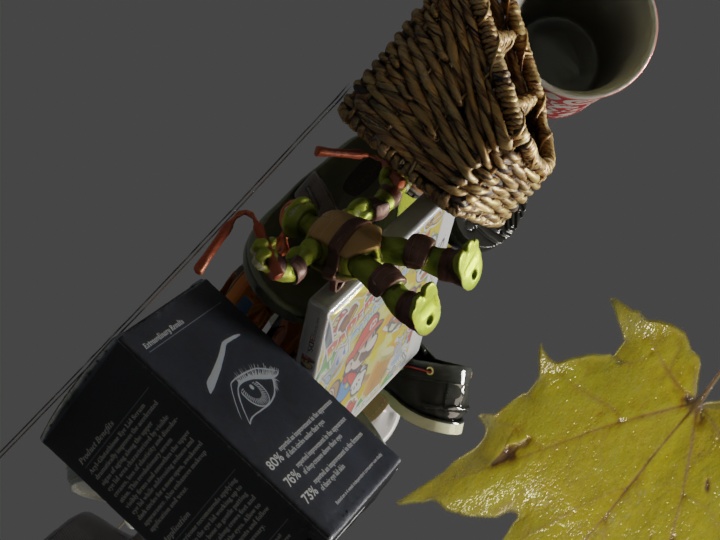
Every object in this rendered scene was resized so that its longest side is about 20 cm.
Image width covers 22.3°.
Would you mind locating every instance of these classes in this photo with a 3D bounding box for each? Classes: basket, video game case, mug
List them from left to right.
[{"bbox_3d":[0.006,0.044,1.407,0.200,0.023,0.183,-43,154,-45],"label":"video game case"},{"bbox_3d":[0.094,-0.128,1.327,0.149,0.143,0.200,-50,174,11],"label":"basket"},{"bbox_3d":[0.207,-0.224,1.702,0.178,0.133,0.200,-46,178,-5],"label":"mug"}]

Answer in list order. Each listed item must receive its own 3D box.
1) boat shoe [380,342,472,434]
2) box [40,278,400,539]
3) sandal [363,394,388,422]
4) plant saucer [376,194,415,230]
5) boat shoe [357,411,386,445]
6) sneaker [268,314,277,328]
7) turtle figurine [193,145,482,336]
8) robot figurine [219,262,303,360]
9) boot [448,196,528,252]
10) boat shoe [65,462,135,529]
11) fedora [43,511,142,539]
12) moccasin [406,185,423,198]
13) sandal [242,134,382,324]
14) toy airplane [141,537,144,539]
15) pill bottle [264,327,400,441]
[{"bbox_3d":[0.032,0.082,1.597,0.201,0.073,0.064,26,-75,57],"label":"boat shoe"},{"bbox_3d":[-0.093,0.123,1.261,0.105,0.200,0.148,-50,174,25],"label":"box"},{"bbox_3d":[0.009,0.060,1.720,0.070,0.077,0.213,-82,-168,-54],"label":"sandal"},{"bbox_3d":[0.000,0.000,1.586,0.200,0.048,0.201,-52,-161,33],"label":"plant saucer"},{"bbox_3d":[-0.038,0.131,1.600,0.060,0.076,0.200,-31,-152,-11],"label":"boat shoe"},{"bbox_3d":[-0.013,-0.009,1.772,0.099,0.071,0.200,-47,-179,-42],"label":"sneaker"},{"bbox_3d":[-0.008,-0.011,1.272,0.199,0.160,0.065,-32,138,-43],"label":"turtle figurine"},{"bbox_3d":[-0.084,0.069,1.428,0.058,0.145,0.201,24,-104,49],"label":"robot figurine"},{"bbox_3d":[0.078,-0.066,1.668,0.157,0.079,0.212,-33,-159,38],"label":"boot"},{"bbox_3d":[-0.134,0.172,1.381,0.075,0.200,0.065,76,26,-61],"label":"boat shoe"},{"bbox_3d":[-0.273,0.300,1.675,0.201,0.090,0.177,-55,177,-2],"label":"fedora"},{"bbox_3d":[0.066,-0.121,1.536,0.078,0.074,0.201,-53,175,31],"label":"moccasin"},{"bbox_3d":[-0.022,-0.044,1.366,0.202,0.080,0.057,-56,-177,-37],"label":"sandal"},{"bbox_3d":[-0.140,0.168,1.557,0.199,0.140,0.202,157,-56,-72],"label":"toy airplane"},{"bbox_3d":[-0.041,0.114,1.858,0.114,0.114,0.200,-48,-160,-7],"label":"pill bottle"}]
